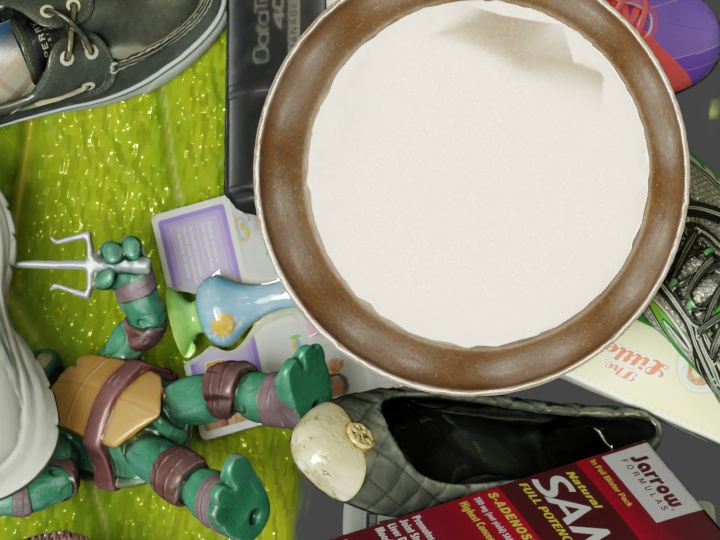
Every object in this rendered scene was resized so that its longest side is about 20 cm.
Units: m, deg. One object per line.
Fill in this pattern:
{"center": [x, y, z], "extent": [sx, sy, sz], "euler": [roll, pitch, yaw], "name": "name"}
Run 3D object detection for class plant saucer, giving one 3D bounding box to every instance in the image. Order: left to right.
{"center": [0.051, -0.044, 1.373], "extent": [0.200, 0.034, 0.201], "euler": [1, 95, 10], "name": "plant saucer"}

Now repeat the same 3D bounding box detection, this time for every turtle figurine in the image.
{"center": [-0.118, 0.061, 1.417], "extent": [0.199, 0.101, 0.150], "euler": [13, 78, 31], "name": "turtle figurine"}

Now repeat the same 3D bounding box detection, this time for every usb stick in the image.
{"center": [-0.038, -0.123, 1.444], "extent": [0.055, 0.033, 0.201], "euler": [-4, 72, 11], "name": "usb stick"}

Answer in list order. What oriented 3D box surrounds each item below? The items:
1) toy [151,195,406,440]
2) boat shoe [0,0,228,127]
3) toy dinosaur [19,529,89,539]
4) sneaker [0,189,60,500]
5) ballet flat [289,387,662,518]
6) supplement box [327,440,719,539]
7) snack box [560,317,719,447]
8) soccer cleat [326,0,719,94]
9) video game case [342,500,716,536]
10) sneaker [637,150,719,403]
{"center": [0.000, 0.000, 1.435], "extent": [0.199, 0.047, 0.116], "euler": [-16, 79, 13], "name": "toy"}
{"center": [-0.155, -0.105, 1.455], "extent": [0.199, 0.057, 0.069], "euler": [-22, 87, 0], "name": "boat shoe"}
{"center": [-0.129, 0.167, 1.403], "extent": [0.135, 0.200, 0.086], "euler": [-33, 46, -4], "name": "toy dinosaur"}
{"center": [-0.197, 0.006, 1.369], "extent": [0.074, 0.087, 0.200], "euler": [-31, 63, 12], "name": "sneaker"}
{"center": [0.053, 0.077, 1.401], "extent": [0.199, 0.057, 0.067], "euler": [1, 59, -36], "name": "ballet flat"}
{"center": [0.068, 0.155, 1.354], "extent": [0.199, 0.109, 0.061], "euler": [-16, 131, -21], "name": "supplement box"}
{"center": [0.164, 0.018, 1.457], "extent": [0.199, 0.037, 0.116], "euler": [24, 88, 1], "name": "snack box"}
{"center": [0.086, -0.123, 1.428], "extent": [0.199, 0.073, 0.068], "euler": [8, 73, -15], "name": "soccer cleat"}
{"center": [0.080, 0.179, 1.390], "extent": [0.182, 0.200, 0.023], "euler": [1, 128, 1], "name": "video game case"}
{"center": [0.171, 0.012, 1.396], "extent": [0.078, 0.085, 0.200], "euler": [-42, 87, -1], "name": "sneaker"}
